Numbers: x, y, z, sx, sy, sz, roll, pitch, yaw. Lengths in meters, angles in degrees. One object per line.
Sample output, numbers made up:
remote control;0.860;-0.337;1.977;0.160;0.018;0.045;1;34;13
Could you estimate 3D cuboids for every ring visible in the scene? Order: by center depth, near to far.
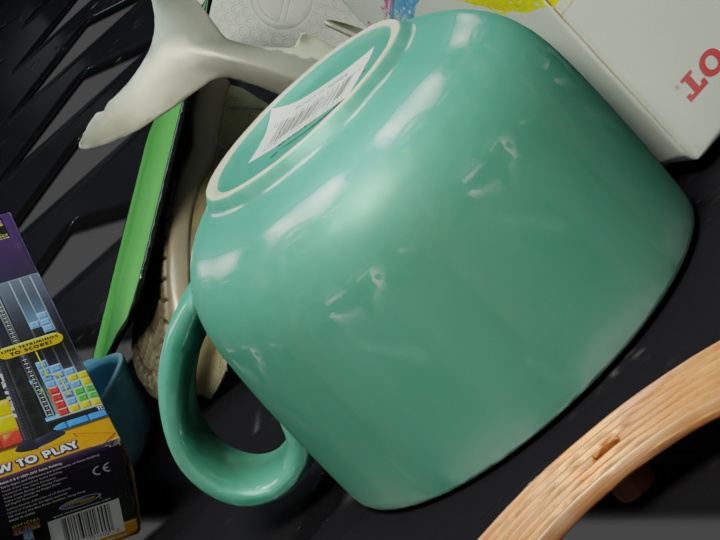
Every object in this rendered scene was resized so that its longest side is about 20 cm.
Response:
ring;0.078;0.079;0.636;0.200;0.019;0.200;-39;15;12

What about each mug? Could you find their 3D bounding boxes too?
mug;0.006;-0.003;0.854;0.185;0.114;0.152;-45;15;-9

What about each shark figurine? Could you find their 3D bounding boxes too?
shark figurine;0.004;-0.055;1.040;0.128;0.214;0.090;20;102;42

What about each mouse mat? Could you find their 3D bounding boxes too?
mouse mat;-0.098;-0.031;1.180;0.200;0.008;0.161;129;154;-68

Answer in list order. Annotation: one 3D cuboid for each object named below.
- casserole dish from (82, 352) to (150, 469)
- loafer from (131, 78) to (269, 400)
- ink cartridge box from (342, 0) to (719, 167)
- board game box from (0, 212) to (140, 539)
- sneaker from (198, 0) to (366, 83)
casserole dish;-0.152;0.114;1.092;0.121;0.039;0.200;-32;18;37
loafer;-0.058;-0.017;1.149;0.200;0.068;0.076;-85;12;-47
ink cartridge box;0.069;-0.149;0.938;0.145;0.200;0.145;-47;13;-18
board game box;-0.208;0.068;1.027;0.200;0.057;0.165;-19;41;-14
sneaker;0.011;-0.138;1.235;0.200;0.071;0.099;-12;14;8
